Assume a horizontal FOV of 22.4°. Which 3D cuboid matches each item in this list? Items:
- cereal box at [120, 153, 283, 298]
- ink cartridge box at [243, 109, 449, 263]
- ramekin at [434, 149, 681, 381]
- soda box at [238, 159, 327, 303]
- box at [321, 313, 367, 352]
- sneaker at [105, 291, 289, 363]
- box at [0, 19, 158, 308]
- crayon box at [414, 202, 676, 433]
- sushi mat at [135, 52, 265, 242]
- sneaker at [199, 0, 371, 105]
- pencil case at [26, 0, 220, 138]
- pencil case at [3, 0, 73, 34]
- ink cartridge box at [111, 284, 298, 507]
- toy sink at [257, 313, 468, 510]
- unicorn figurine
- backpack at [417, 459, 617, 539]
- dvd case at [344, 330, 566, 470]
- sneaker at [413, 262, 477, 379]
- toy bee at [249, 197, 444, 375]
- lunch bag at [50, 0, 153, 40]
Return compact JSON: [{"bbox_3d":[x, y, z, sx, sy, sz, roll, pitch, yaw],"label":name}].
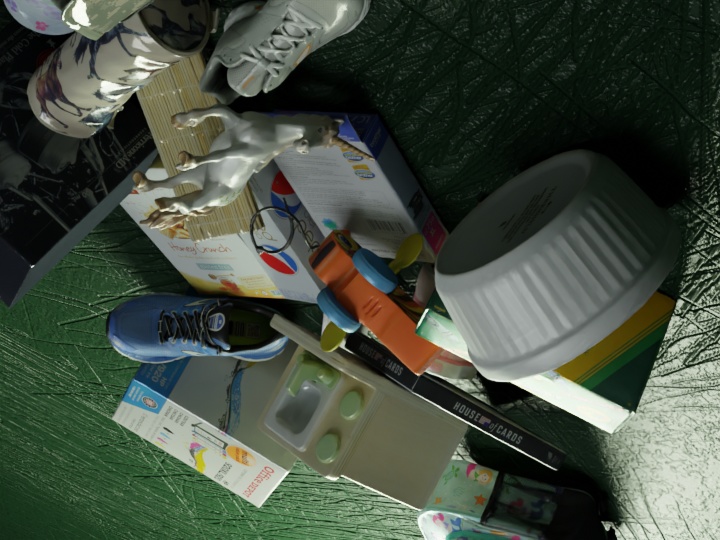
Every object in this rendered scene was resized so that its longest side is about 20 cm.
[{"bbox_3d":[-0.165,-0.049,1.846,0.143,0.040,0.200,2,142,44],"label":"cereal box"},{"bbox_3d":[-0.010,-0.085,1.638,0.119,0.042,0.200,6,147,36],"label":"ink cartridge box"},{"bbox_3d":[0.148,-0.011,1.452,0.094,0.203,0.202,51,147,-15],"label":"ramekin"},{"bbox_3d":[-0.077,-0.056,1.719,0.063,0.068,0.200,9,146,37],"label":"soda box"},{"bbox_3d":[-0.017,0.071,1.903,0.038,0.042,0.200,25,153,9],"label":"box"},{"bbox_3d":[-0.168,0.055,1.913,0.198,0.079,0.089,0,169,-13],"label":"sneaker"},{"bbox_3d":[-0.316,-0.106,1.692,0.182,0.200,0.104,42,148,-2],"label":"box"},{"bbox_3d":[0.162,0.041,1.586,0.199,0.119,0.058,26,152,0],"label":"crayon box"},{"bbox_3d":[-0.153,-0.124,1.634,0.095,0.012,0.201,-10,104,44],"label":"sushi mat"},{"bbox_3d":[-0.064,-0.184,1.469,0.076,0.092,0.200,38,151,-15],"label":"sneaker"},{"bbox_3d":[-0.206,-0.186,1.584,0.089,0.078,0.200,6,156,-38],"label":"pencil case"},{"bbox_3d":[-0.235,-0.268,1.508,0.090,0.084,0.200,8,160,-24],"label":"pencil case"},{"bbox_3d":[-0.148,0.138,2.026,0.199,0.145,0.147,31,152,-4],"label":"ink cartridge box"},{"bbox_3d":[-0.015,0.145,1.810,0.200,0.113,0.130,30,179,-44],"label":"toy sink"},{"bbox_3d":[-0.105,-0.096,1.543,0.137,0.074,0.200,-6,170,-37],"label":"unicorn figurine"},{"bbox_3d":[0.161,0.299,2.005,0.199,0.151,0.178,18,152,31],"label":"backpack"},{"bbox_3d":[0.093,0.128,1.805,0.199,0.025,0.150,29,180,-30],"label":"dvd case"},{"bbox_3d":[0.086,0.046,1.745,0.075,0.105,0.200,16,180,7],"label":"sneaker"},{"bbox_3d":[0.000,0.000,1.636,0.130,0.109,0.201,-26,103,11],"label":"toy bee"},{"bbox_3d":[-0.184,-0.275,1.340,0.200,0.164,0.118,49,-171,-41],"label":"lunch bag"}]
